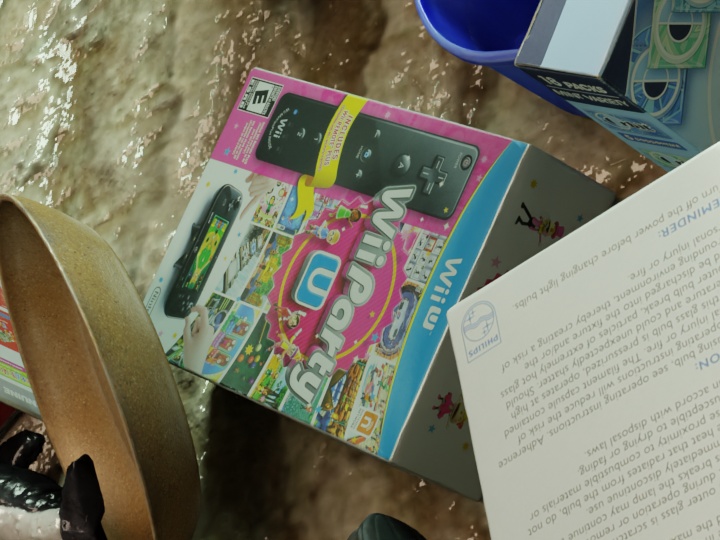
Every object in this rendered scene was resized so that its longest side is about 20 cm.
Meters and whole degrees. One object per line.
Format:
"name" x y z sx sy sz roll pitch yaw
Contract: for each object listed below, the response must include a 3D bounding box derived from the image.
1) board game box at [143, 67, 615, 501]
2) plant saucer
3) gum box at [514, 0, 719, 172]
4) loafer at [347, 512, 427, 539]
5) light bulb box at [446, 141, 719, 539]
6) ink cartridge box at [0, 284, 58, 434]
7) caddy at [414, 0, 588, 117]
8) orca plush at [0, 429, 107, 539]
"board game box" 0.000 0.000 1.102 0.200 0.064 0.148 20 84 48
"plant saucer" -0.117 0.054 1.132 0.035 0.201 0.200 -20 41 -17
"gum box" 0.160 -0.108 0.899 0.044 0.200 0.170 14 78 47
"loafer" 0.020 0.189 0.975 0.072 0.073 0.200 -40 44 28
"light bulb box" 0.148 0.099 0.800 0.125 0.198 0.201 -33 49 30
"ink cartridge box" -0.265 0.023 1.246 0.084 0.200 0.176 -49 42 14
"caddy" 0.110 -0.145 1.038 0.200 0.105 0.142 -1 69 44
"orca plush" -0.180 0.098 1.200 0.200 0.105 0.071 -16 39 53
